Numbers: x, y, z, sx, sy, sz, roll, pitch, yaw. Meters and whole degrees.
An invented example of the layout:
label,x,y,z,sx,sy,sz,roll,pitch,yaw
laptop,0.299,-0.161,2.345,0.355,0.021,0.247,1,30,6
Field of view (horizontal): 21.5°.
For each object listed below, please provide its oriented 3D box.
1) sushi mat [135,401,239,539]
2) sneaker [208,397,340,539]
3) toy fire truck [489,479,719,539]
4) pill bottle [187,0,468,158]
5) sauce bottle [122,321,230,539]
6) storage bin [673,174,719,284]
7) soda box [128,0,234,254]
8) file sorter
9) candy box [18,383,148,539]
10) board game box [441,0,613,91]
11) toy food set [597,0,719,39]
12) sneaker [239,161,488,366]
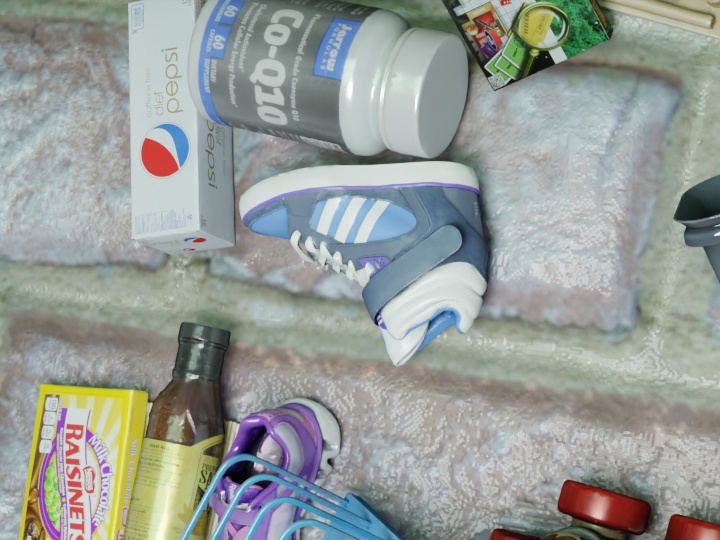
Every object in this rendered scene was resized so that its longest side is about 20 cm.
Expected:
label,x,y,z,sx,sy,sz,roll,pitch,yaw
sushi mat,-0.155,0.210,1.504,0.095,0.012,0.202,9,83,23
sneaker,-0.082,0.191,1.436,0.080,0.088,0.202,13,86,25
toy fire truck,0.176,0.209,1.280,0.199,0.168,0.113,15,85,24
pill bottle,-0.024,-0.152,1.466,0.199,0.114,0.115,14,85,25
sauce bottle,-0.139,0.142,1.468,0.065,0.066,0.202,9,84,24
storage bin,0.331,-0.015,1.290,0.199,0.146,0.135,-17,101,18
soda box,-0.145,-0.119,1.535,0.063,0.068,0.202,-6,77,21
file sorter,-0.043,0.229,1.316,0.140,0.122,0.200,-61,25,1
candy box,-0.228,0.194,1.524,0.101,0.026,0.202,1,80,30
board game box,0.097,-0.238,1.407,0.104,0.024,0.201,-23,112,25
toy food set,0.224,-0.264,1.413,0.199,0.060,0.145,20,88,24
sneaker,0.000,0.000,1.443,0.198,0.081,0.148,-5,73,16
